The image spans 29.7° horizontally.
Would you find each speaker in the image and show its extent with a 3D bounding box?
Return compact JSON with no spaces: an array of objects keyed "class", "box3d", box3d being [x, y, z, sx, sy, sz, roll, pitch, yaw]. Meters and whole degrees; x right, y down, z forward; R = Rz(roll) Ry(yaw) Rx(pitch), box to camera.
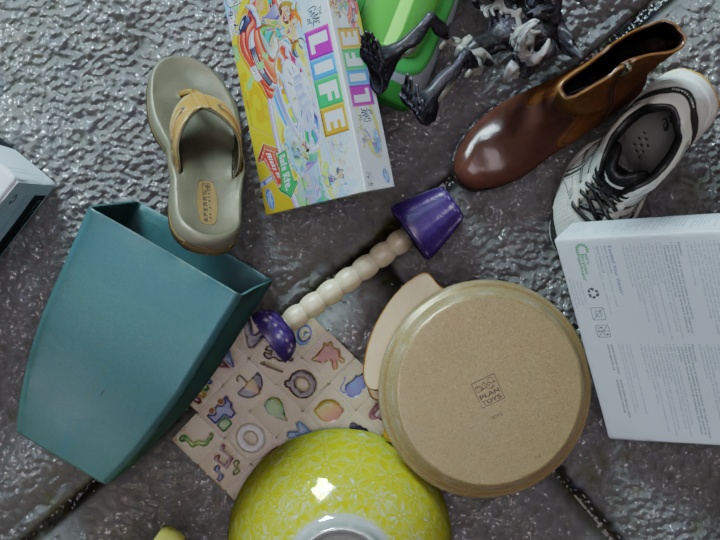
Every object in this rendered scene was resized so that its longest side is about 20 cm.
[{"class":"speaker","box3d":[0.044,-0.241,1.151,0.088,0.088,0.201,22,92,0]}]

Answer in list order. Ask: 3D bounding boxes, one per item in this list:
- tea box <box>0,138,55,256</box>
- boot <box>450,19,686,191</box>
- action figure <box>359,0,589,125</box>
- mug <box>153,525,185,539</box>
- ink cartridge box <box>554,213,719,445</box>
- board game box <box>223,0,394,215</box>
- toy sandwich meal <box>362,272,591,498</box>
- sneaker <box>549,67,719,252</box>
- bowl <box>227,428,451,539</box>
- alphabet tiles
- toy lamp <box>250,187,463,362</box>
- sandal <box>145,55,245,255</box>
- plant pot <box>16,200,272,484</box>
[{"class":"tea box","box3d":[-0.403,-0.057,1.138,0.197,0.134,0.200,38,92,0]},{"class":"boot","box3d":[0.160,-0.125,1.093,0.188,0.200,0.069,-24,91,1]},{"class":"action figure","box3d":[0.104,-0.197,1.083,0.200,0.102,0.119,-34,72,-19]},{"class":"mug","box3d":[-0.206,0.318,1.136,0.186,0.153,0.150,-26,91,1]},{"class":"ink cartridge box","box3d":[0.272,0.050,1.094,0.199,0.041,0.200,0,118,38]},{"class":"board game box","box3d":[-0.046,-0.155,1.136,0.034,0.134,0.201,-12,91,-41]},{"class":"toy sandwich meal","box3d":[0.097,0.098,1.171,0.204,0.070,0.206,0,91,-7]},{"class":"sneaker","box3d":[0.208,-0.081,1.117,0.076,0.088,0.200,39,125,10]},{"class":"bowl","box3d":[-0.017,0.242,1.148,0.199,0.108,0.201,0,95,-2]},{"class":"alphabet tiles","box3d":[-0.062,0.136,1.202,0.200,0.006,0.166,44,91,0]},{"class":"toy lamp","box3d":[0.000,0.000,1.169,0.200,0.058,0.058,-38,91,-2]},{"class":"sandal","box3d":[-0.133,-0.106,1.136,0.080,0.054,0.201,0,56,-17]},{"class":"plant pot","box3d":[-0.192,0.064,1.138,0.141,0.141,0.200,30,98,4]}]
